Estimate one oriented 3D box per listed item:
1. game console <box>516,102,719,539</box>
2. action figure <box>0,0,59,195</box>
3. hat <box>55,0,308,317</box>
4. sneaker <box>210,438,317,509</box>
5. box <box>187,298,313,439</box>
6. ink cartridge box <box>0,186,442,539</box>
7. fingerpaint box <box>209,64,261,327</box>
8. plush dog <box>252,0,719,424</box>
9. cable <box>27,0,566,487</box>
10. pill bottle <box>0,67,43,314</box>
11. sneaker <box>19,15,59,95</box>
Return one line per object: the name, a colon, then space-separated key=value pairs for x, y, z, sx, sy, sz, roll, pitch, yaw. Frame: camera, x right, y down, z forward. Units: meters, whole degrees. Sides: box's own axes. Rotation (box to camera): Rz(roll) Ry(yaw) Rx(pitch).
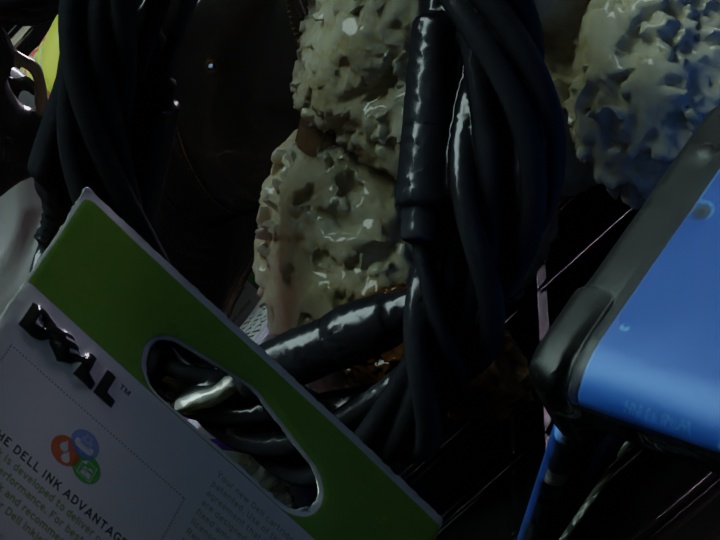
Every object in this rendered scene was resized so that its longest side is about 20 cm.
game console: x=0.133 y=-0.009 z=0.584 sx=0.170 sy=0.119 sz=0.200 roll=18 pitch=62 yaw=40
action figure: x=-0.096 y=-0.120 z=0.780 sx=0.200 sy=0.102 sz=0.119 roll=-56 pitch=40 yaw=29
hat: x=-0.035 y=-0.077 z=0.925 sx=0.080 sy=0.202 sz=0.201 roll=-2 pitch=36 yaw=23
sneaker: x=-0.085 y=0.100 z=0.830 sx=0.200 sy=0.070 sz=0.100 roll=-33 pitch=5 yaw=28
box: x=0.000 y=0.000 z=0.901 sx=0.200 sy=0.041 sz=0.039 roll=-53 pitch=15 yaw=-22
ink cartridge box: x=-0.077 y=0.101 z=0.643 sx=0.076 sy=0.148 sz=0.200 roll=-35 pitch=18 yaw=41
fingerpaint box: x=-0.076 y=-0.014 z=1.090 sx=0.200 sy=0.073 sz=0.167 roll=-50 pitch=15 yaw=-12
plush dog: x=0.020 y=-0.039 z=0.785 sx=0.200 sy=0.159 sz=0.173 roll=-118 pitch=48 yaw=-75
cable: x=-0.019 y=-0.037 z=0.705 sx=0.051 sy=0.163 sz=0.201 roll=-15 pitch=-45 yaw=-55
pill bottle: x=-0.166 y=-0.018 z=0.964 sx=0.120 sy=0.120 sz=0.200 roll=-49 pitch=3 yaw=-8
sneaker: x=-0.113 y=-0.069 z=1.057 sx=0.090 sy=0.078 sz=0.200 roll=-47 pitch=5 yaw=3
